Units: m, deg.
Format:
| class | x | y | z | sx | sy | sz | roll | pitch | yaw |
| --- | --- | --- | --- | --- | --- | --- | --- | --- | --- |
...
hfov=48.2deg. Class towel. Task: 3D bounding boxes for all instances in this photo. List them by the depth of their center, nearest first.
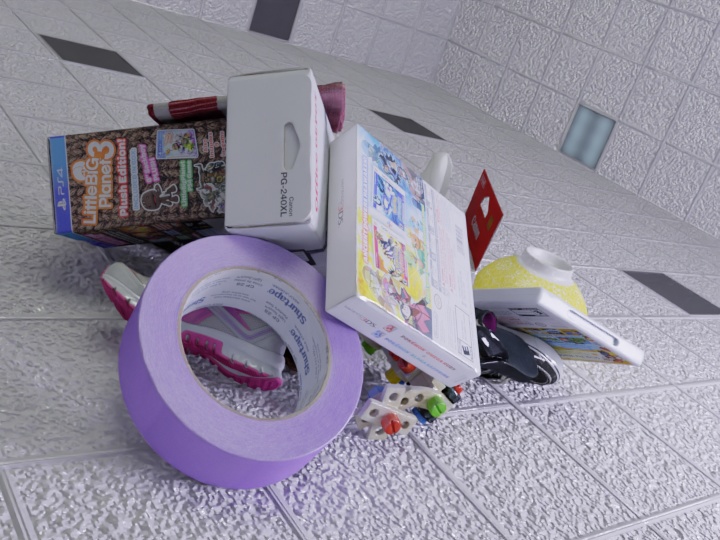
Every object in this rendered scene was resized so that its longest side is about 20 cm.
| class | x | y | z | sx | sy | sz | roll | pitch | yaw |
| --- | --- | --- | --- | --- | --- | --- | --- | --- | --- |
| towel | -0.113 | -0.162 | 0.855 | 0.195 | 0.023 | 0.144 | -7 | -3 | -2 |

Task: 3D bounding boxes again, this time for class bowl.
| class | x | y | z | sx | sy | sz | roll | pitch | yaw |
| --- | --- | --- | --- | --- | --- | --- | --- | --- | --- |
| bowl | 0.264 | 0.031 | 1.214 | 0.196 | 0.110 | 0.201 | 19 | 20 | -7 |

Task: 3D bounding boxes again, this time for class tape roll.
| class | x | y | z | sx | sy | sz | roll | pitch | yaw |
| --- | --- | --- | --- | --- | --- | --- | --- | --- | --- |
| tape roll | -0.097 | 0.073 | 0.674 | 0.196 | 0.066 | 0.204 | 17 | 51 | -22 |

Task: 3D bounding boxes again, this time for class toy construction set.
| class | x | y | z | sx | sy | sz | roll | pitch | yaw |
| --- | --- | --- | --- | --- | --- | --- | --- | --- | --- |
| toy construction set | 0.036 | 0.090 | 0.838 | 0.131 | 0.091 | 0.202 | 47 | 21 | -37 |

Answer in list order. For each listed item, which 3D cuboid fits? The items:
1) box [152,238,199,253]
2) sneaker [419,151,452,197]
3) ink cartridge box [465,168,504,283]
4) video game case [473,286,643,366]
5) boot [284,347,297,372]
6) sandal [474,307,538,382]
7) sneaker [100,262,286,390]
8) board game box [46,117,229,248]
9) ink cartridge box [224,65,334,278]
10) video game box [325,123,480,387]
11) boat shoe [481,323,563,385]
| class | x | y | z | sx | sy | sz | roll | pitch | yaw |
| --- | --- | --- | --- | --- | --- | --- | --- | --- | --- |
| box | -0.211 | -0.054 | 1.053 | 0.197 | 0.037 | 0.143 | 24 | 20 | 10 |
| sneaker | 0.078 | -0.087 | 1.198 | 0.079 | 0.204 | 0.076 | 21 | -4 | 3 |
| ink cartridge box | 0.139 | -0.040 | 1.150 | 0.044 | 0.179 | 0.201 | 16 | 23 | -6 |
| video game case | 0.217 | 0.068 | 0.998 | 0.180 | 0.023 | 0.199 | 29 | -16 | -25 |
| boot | -0.112 | 0.040 | 0.885 | 0.197 | 0.078 | 0.156 | 26 | 23 | -9 |
| sandal | 0.141 | 0.072 | 0.891 | 0.198 | 0.048 | 0.077 | 19 | 43 | -43 |
| sneaker | -0.152 | 0.037 | 0.776 | 0.197 | 0.090 | 0.081 | 26 | -25 | -4 |
| board game box | -0.210 | -0.089 | 0.871 | 0.195 | 0.099 | 0.159 | -6 | -3 | -1 |
| ink cartridge box | -0.070 | -0.085 | 0.792 | 0.081 | 0.149 | 0.200 | -3 | -14 | 6 |
| video game box | 0.042 | -0.013 | 0.780 | 0.181 | 0.046 | 0.203 | 36 | 41 | -38 |
| boat shoe | 0.164 | 0.107 | 0.999 | 0.197 | 0.071 | 0.065 | 26 | 51 | -13 |
